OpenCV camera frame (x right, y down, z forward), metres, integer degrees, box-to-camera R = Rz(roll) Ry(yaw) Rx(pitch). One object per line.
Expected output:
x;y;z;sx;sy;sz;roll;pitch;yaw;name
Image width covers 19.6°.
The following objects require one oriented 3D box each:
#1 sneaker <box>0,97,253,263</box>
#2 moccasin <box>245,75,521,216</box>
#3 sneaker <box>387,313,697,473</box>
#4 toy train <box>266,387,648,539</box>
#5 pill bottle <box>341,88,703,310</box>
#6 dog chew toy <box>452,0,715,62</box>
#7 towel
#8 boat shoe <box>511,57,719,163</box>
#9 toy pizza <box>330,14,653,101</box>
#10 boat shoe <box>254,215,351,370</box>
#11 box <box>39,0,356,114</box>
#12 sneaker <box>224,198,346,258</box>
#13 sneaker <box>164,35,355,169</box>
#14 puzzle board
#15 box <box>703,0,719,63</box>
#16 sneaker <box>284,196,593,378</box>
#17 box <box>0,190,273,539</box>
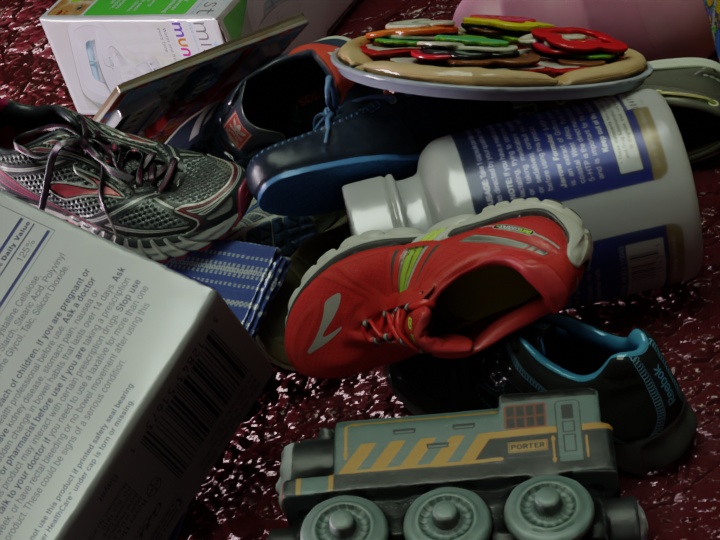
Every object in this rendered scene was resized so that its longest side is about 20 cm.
-0.163;-0.060;1.298;0.200;0.075;0.081;8;46;16;sneaker
0.007;-0.085;1.309;0.200;0.068;0.080;-15;-18;-37;moccasin
0.097;0.052;1.185;0.200;0.082;0.073;8;45;36;sneaker
0.049;0.123;1.090;0.200;0.085;0.114;-7;45;7;toy train
0.095;-0.031;1.252;0.200;0.120;0.120;-13;34;-1;pill bottle
0.155;-0.180;1.453;0.200;0.125;0.125;-16;33;19;dog chew toy
-0.133;0.069;1.268;0.145;0.024;0.200;7;64;36;towel
0.149;-0.093;1.370;0.201;0.072;0.060;-9;30;8;boat shoe
0.081;-0.137;1.288;0.200;0.032;0.200;2;15;0;toy pizza
-0.002;-0.002;1.334;0.073;0.063;0.201;37;57;1;boat shoe
-0.118;-0.211;1.645;0.176;0.097;0.200;4;39;34;box
-0.059;-0.016;1.378;0.085;0.077;0.200;2;31;44;sneaker
-0.083;-0.091;1.418;0.200;0.075;0.085;-40;-3;15;sneaker
-0.131;-0.111;1.458;0.151;0.017;0.200;-26;-7;-29;puzzle board
0.325;-0.143;1.223;0.200;0.122;0.193;0;48;-7;box
0.033;0.018;1.157;0.200;0.077;0.085;-23;23;29;sneaker
-0.187;0.074;1.192;0.200;0.105;0.184;24;73;29;box
